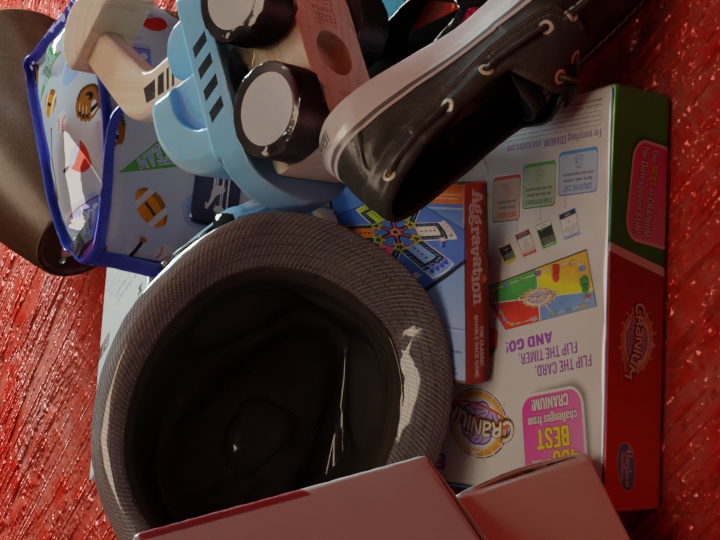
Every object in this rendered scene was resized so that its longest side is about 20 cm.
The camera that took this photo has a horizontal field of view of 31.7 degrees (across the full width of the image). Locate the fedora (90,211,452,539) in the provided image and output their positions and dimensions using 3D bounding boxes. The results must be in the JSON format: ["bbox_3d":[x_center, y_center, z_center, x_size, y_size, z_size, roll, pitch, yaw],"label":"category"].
[{"bbox_3d":[-0.048,0.076,0.677,0.090,0.176,0.201,120,175,-80],"label":"fedora"}]

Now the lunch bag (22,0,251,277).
[{"bbox_3d":[-0.127,-0.083,0.877,0.124,0.169,0.201,-44,50,41],"label":"lunch bag"}]

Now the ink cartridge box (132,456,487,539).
[{"bbox_3d":[-0.039,0.188,0.545,0.083,0.145,0.201,53,137,34],"label":"ink cartridge box"}]

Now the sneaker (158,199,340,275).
[{"bbox_3d":[-0.092,0.012,0.758,0.200,0.089,0.079,-49,56,45],"label":"sneaker"}]

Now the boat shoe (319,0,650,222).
[{"bbox_3d":[0.074,-0.093,0.611,0.199,0.069,0.057,-35,60,-5],"label":"boat shoe"}]

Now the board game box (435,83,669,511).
[{"bbox_3d":[0.089,0.016,0.662,0.153,0.040,0.202,-3,83,55],"label":"board game box"}]

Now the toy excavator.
[{"bbox_3d":[-0.086,-0.106,0.709,0.199,0.100,0.196,-29,69,36],"label":"toy excavator"}]

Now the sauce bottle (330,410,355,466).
[{"bbox_3d":[-0.025,0.082,0.796,0.200,0.066,0.067,29,109,52],"label":"sauce bottle"}]

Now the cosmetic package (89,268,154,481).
[{"bbox_3d":[-0.144,0.052,0.928,0.102,0.074,0.201,-52,30,39],"label":"cosmetic package"}]

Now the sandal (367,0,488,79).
[{"bbox_3d":[0.032,-0.118,0.700,0.199,0.045,0.076,-22,49,24],"label":"sandal"}]

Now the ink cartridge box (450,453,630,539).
[{"bbox_3d":[0.058,0.199,0.610,0.200,0.084,0.146,-53,55,50],"label":"ink cartridge box"}]

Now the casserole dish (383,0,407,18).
[{"bbox_3d":[-0.033,-0.214,0.821,0.039,0.121,0.199,-51,29,-17],"label":"casserole dish"}]

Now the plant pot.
[{"bbox_3d":[-0.288,-0.097,1.128,0.200,0.186,0.188,50,126,28],"label":"plant pot"}]

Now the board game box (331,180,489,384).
[{"bbox_3d":[0.000,0.000,0.722,0.199,0.019,0.104,7,101,53],"label":"board game box"}]
